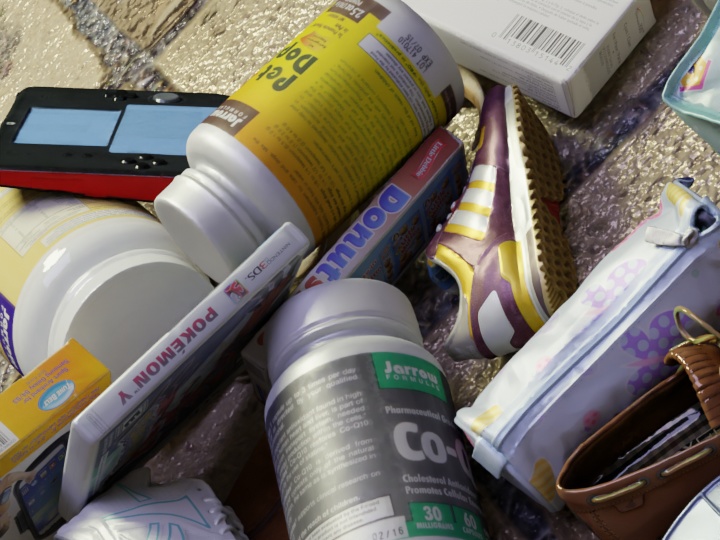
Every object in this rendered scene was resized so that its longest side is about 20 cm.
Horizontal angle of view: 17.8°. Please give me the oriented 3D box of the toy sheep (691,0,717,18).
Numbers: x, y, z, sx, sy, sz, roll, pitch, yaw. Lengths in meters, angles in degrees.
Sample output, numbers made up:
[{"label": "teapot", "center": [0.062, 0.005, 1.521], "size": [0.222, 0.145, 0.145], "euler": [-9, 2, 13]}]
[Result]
[{"label": "toy sheep", "center": [0.250, -0.212, 1.395], "size": [0.137, 0.138, 0.200], "euler": [-9, 39, 38]}]

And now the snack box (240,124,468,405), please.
[{"label": "snack box", "center": [0.000, 0.000, 1.471], "size": [0.024, 0.072, 0.200], "euler": [34, 72, 22]}]

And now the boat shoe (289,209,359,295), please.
[{"label": "boat shoe", "center": [-0.047, -0.063, 1.569], "size": [0.074, 0.066, 0.201], "euler": [-27, 43, 23]}]

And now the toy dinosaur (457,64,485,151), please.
[{"label": "toy dinosaur", "center": [0.055, -0.140, 1.591], "size": [0.200, 0.060, 0.107], "euler": [17, 92, 56]}]

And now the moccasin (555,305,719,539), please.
[{"label": "moccasin", "center": [0.191, 0.066, 1.251], "size": [0.201, 0.078, 0.074], "euler": [-37, 38, 12]}]

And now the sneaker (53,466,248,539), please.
[{"label": "sneaker", "center": [-0.098, 0.164, 1.367], "size": [0.200, 0.071, 0.080], "euler": [17, 59, 43]}]

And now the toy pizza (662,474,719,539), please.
[{"label": "toy pizza", "center": [0.228, 0.172, 1.164], "size": [0.199, 0.032, 0.201], "euler": [-24, 44, 25]}]

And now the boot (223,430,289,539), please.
[{"label": "boot", "center": [-0.099, 0.168, 1.444], "size": [0.188, 0.068, 0.201], "euler": [9, 63, 47]}]

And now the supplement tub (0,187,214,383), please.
[{"label": "supplement tub", "center": [-0.190, 0.016, 1.597], "size": [0.146, 0.145, 0.200], "euler": [-50, 37, -4]}]

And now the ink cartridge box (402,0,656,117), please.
[{"label": "ink cartridge box", "center": [0.113, -0.212, 1.545], "size": [0.199, 0.045, 0.176], "euler": [29, 70, 32]}]

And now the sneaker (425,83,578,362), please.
[{"label": "sneaker", "center": [0.079, -0.034, 1.446], "size": [0.090, 0.075, 0.201], "euler": [-22, 43, 20]}]

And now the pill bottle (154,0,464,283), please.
[{"label": "pill bottle", "center": [-0.035, -0.082, 1.476], "size": [0.200, 0.109, 0.109], "euler": [-44, 36, -16]}]

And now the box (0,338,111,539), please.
[{"label": "box", "center": [-0.212, 0.144, 1.481], "size": [0.041, 0.201, 0.119], "euler": [37, 59, 23]}]

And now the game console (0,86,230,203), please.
[{"label": "game console", "center": [-0.171, -0.095, 1.646], "size": [0.176, 0.031, 0.200], "euler": [7, 20, -1]}]

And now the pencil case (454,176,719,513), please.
[{"label": "pencil case", "center": [0.144, 0.043, 1.307], "size": [0.200, 0.083, 0.091], "euler": [-47, -5, 2]}]

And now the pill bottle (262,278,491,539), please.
[{"label": "pill bottle", "center": [0.006, 0.111, 1.337], "size": [0.113, 0.113, 0.201], "euler": [-30, 51, 20]}]

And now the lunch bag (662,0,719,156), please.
[{"label": "lunch bag", "center": [0.289, -0.075, 1.208], "size": [0.200, 0.170, 0.122], "euler": [21, 80, 50]}]

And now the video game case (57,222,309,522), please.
[{"label": "video game case", "center": [-0.112, 0.069, 1.419], "size": [0.182, 0.023, 0.200], "euler": [-44, -8, -21]}]

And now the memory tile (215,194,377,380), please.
[{"label": "memory tile", "center": [-0.046, -0.023, 1.602], "size": [0.153, 0.017, 0.201], "euler": [-32, 41, 19]}]
